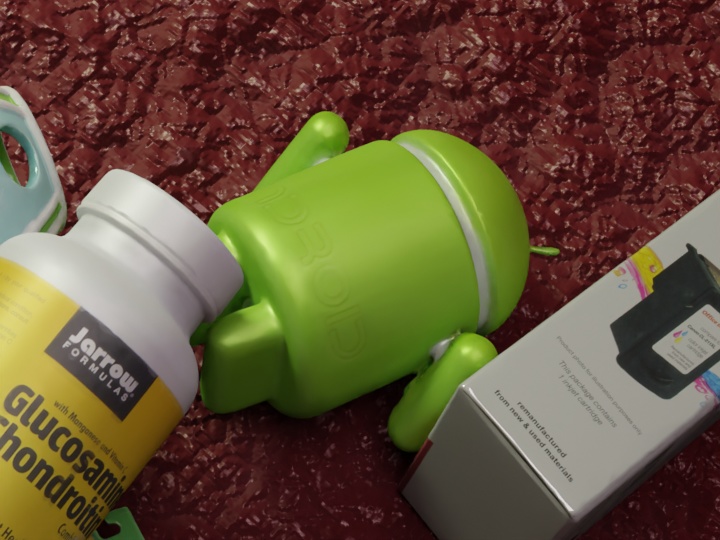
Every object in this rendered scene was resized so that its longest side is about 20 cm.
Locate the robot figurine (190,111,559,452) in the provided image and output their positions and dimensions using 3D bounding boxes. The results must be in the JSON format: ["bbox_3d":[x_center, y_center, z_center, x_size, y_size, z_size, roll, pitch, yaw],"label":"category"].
[{"bbox_3d":[0.000,0.000,0.903,0.199,0.116,0.176,-23,61,-22],"label":"robot figurine"}]

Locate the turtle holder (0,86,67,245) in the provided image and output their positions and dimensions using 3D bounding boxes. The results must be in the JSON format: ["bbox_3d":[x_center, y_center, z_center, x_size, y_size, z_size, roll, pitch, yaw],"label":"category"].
[{"bbox_3d":[-0.206,-0.014,0.848,0.131,0.141,0.186,-25,71,-29],"label":"turtle holder"}]

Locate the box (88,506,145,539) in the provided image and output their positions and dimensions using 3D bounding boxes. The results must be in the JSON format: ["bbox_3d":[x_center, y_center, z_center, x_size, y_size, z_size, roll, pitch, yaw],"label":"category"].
[{"bbox_3d":[-0.196,0.157,0.825,0.199,0.048,0.118,-25,73,-20],"label":"box"}]

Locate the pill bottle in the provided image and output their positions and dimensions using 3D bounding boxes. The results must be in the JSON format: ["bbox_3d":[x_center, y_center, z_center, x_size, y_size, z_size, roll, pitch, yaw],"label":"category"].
[{"bbox_3d":[-0.142,0.056,0.780,0.112,0.112,0.201,36,73,5],"label":"pill bottle"}]

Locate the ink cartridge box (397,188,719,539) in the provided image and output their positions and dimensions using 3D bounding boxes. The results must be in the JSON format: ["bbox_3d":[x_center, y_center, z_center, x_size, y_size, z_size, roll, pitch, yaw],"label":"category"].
[{"bbox_3d":[0.129,0.060,0.890,0.199,0.146,0.083,-35,75,-25],"label":"ink cartridge box"}]
